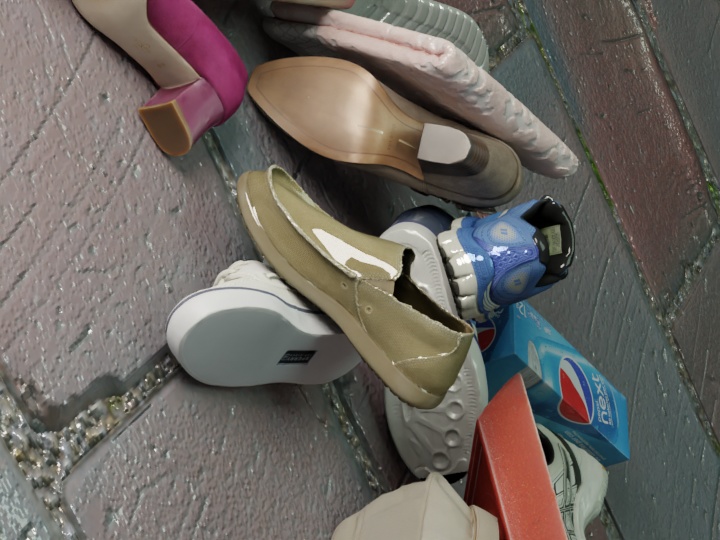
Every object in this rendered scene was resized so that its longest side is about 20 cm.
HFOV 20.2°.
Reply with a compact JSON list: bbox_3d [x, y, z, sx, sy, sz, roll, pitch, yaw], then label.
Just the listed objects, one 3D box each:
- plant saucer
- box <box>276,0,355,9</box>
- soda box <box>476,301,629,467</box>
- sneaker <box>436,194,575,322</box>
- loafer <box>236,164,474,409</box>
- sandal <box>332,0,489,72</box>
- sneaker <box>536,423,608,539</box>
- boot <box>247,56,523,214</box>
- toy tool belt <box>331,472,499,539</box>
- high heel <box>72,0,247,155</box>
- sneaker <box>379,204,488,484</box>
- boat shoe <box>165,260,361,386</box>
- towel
[{"bbox_3d":[0.107,0.210,1.431,0.201,0.036,0.200,96,-15,-49],"label":"plant saucer"},{"bbox_3d":[-0.065,-0.265,1.410,0.109,0.128,0.200,34,19,21],"label":"box"},{"bbox_3d":[0.147,0.096,1.665,0.200,0.068,0.064,41,39,-44],"label":"soda box"},{"bbox_3d":[0.109,-0.007,1.419,0.200,0.089,0.079,-41,115,-82],"label":"sneaker"},{"bbox_3d":[0.000,0.000,1.339,0.200,0.067,0.076,47,16,-1],"label":"loafer"},{"bbox_3d":[0.040,-0.195,1.672,0.050,0.083,0.202,36,4,40],"label":"sandal"},{"bbox_3d":[0.136,0.204,1.593,0.088,0.076,0.200,41,33,-18],"label":"sneaker"},{"bbox_3d":[0.024,-0.093,1.502,0.071,0.199,0.146,-66,164,-3],"label":"boot"},{"bbox_3d":[0.049,0.238,1.333,0.123,0.124,0.200,53,23,-26],"label":"toy tool belt"},{"bbox_3d":[-0.134,-0.181,1.331,0.096,0.067,0.201,-54,136,-47],"label":"high heel"},{"bbox_3d":[0.064,0.050,1.535,0.146,0.080,0.201,-29,108,-72],"label":"sneaker"},{"bbox_3d":[-0.069,0.029,1.332,0.070,0.071,0.200,52,23,26],"label":"boat shoe"},{"bbox_3d":[0.046,-0.136,1.529,0.200,0.190,0.032,32,81,-51],"label":"towel"}]
